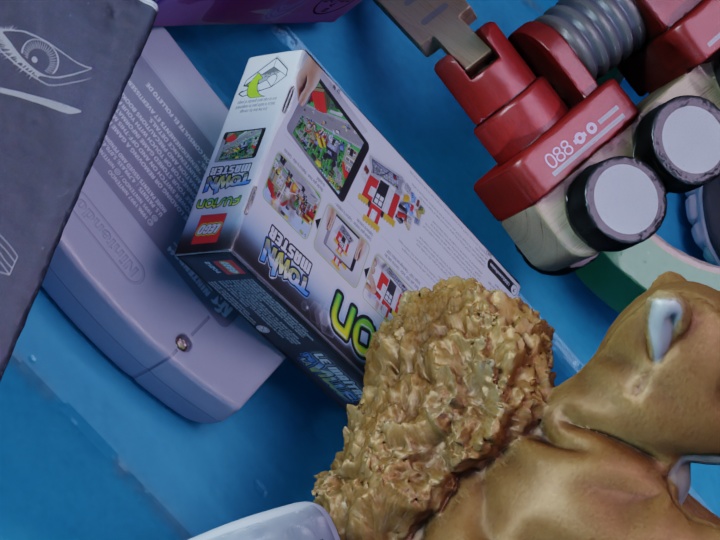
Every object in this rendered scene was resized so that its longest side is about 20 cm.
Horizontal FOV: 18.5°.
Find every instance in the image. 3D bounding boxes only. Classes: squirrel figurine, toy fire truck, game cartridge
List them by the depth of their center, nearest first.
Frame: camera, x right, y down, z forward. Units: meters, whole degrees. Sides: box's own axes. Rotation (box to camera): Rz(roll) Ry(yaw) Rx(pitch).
[{"bbox_3d":[0.084,0.077,0.960,0.199,0.187,0.141,29,13,11],"label":"squirrel figurine"},{"bbox_3d":[-0.101,-0.033,1.020,0.200,0.040,0.133,52,42,-9],"label":"game cartridge"},{"bbox_3d":[0.103,-0.119,1.146,0.176,0.129,0.200,-40,94,-19],"label":"toy fire truck"}]

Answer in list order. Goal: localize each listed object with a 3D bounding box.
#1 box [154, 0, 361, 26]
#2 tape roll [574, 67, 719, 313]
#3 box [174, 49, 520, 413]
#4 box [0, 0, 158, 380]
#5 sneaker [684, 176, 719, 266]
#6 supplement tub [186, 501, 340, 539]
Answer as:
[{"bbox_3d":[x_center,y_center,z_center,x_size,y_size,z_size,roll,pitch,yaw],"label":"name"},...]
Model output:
[{"bbox_3d":[-0.029,-0.199,1.033,0.200,0.176,0.097,-9,70,-55],"label":"box"},{"bbox_3d":[0.197,-0.062,1.226,0.199,0.048,0.202,3,73,-11],"label":"tape roll"},{"bbox_3d":[0.000,0.000,1.040,0.200,0.035,0.110,46,53,-40],"label":"box"},{"bbox_3d":[-0.214,-0.057,0.851,0.196,0.117,0.201,32,59,-21],"label":"box"},{"bbox_3d":[0.249,-0.075,1.306,0.077,0.091,0.201,28,54,-27],"label":"sneaker"},{"bbox_3d":[-0.036,0.206,0.901,0.122,0.122,0.201,-15,80,-44],"label":"supplement tub"}]
